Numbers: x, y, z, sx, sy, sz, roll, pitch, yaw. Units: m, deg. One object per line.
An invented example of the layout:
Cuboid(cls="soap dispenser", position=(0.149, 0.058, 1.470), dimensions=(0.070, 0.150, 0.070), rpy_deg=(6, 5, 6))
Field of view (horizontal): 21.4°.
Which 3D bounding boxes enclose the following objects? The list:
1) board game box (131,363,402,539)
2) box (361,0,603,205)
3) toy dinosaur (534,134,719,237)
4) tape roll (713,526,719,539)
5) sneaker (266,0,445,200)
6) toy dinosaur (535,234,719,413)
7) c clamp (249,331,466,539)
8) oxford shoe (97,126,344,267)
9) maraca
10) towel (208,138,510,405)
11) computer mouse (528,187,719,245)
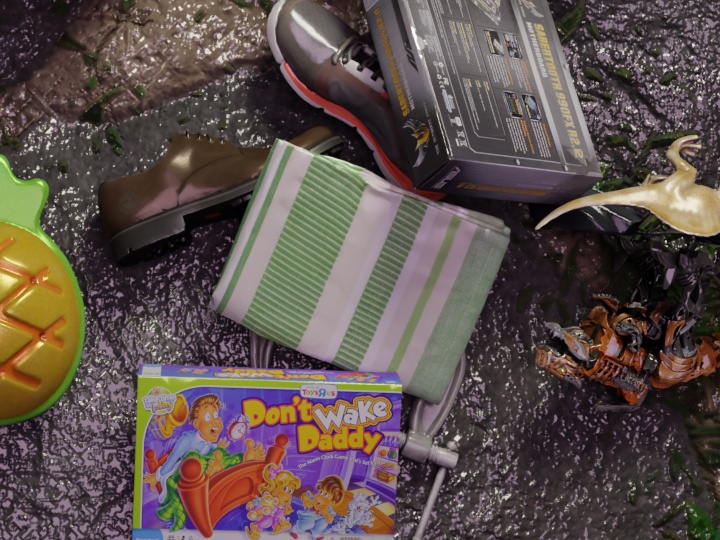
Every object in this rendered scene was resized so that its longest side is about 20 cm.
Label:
Cuboid(cls="board game box", position=(-0.072, 0.144, 1.445), dimensions=(0.198, 0.045, 0.136), rpy_deg=(2, 99, -5))
Cuboid(cls="box", position=(0.089, -0.152, 1.452), dimensions=(0.158, 0.048, 0.201), rpy_deg=(4, 62, -39))
Cuboid(cls="toy dinosaur", position=(0.238, -0.056, 1.448), dimensions=(0.198, 0.101, 0.059), rpy_deg=(11, 124, 5))
Cuboid(cls="tape roll", position=(0.376, 0.253, 1.514), dimensions=(0.199, 0.048, 0.202), rpy_deg=(1, 84, -8))
Cuboid(cls="sneaker", position=(0.016, -0.146, 1.479), dimensions=(0.200, 0.082, 0.077), rpy_deg=(44, 56, -7))
Cuboid(cls="toy dinosaur", position=(0.230, 0.044, 1.506), dimensions=(0.199, 0.102, 0.137), rpy_deg=(-3, 101, -46))
Cuboid(cls="c clamp", position=(-0.003, 0.093, 1.489), dimensions=(0.199, 0.027, 0.172), rpy_deg=(28, 81, -5))
Cuboid(cls="oxford shoe", position=(-0.109, -0.079, 1.471), dimensions=(0.199, 0.073, 0.085), rpy_deg=(-21, 78, -13))
Cuboid(cls="maraca", position=(-0.277, 0.015, 1.418), dimensions=(0.136, 0.107, 0.202), rpy_deg=(-9, 85, -16))
Cuboid(cls="towel", position=(0.000, 0.000, 1.452), dimensions=(0.199, 0.023, 0.153), rpy_deg=(21, 101, -14))
Cuboid(cls="computer mouse", position=(0.231, -0.041, 1.499), dimensions=(0.198, 0.059, 0.034), rpy_deg=(9, 96, 9))
